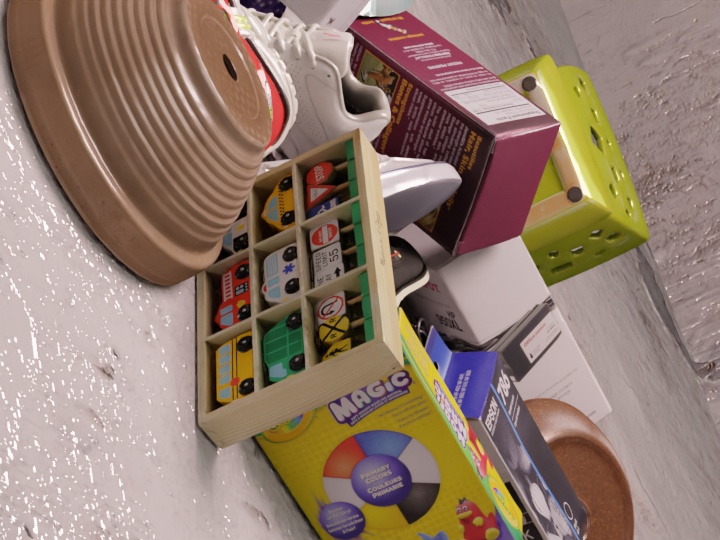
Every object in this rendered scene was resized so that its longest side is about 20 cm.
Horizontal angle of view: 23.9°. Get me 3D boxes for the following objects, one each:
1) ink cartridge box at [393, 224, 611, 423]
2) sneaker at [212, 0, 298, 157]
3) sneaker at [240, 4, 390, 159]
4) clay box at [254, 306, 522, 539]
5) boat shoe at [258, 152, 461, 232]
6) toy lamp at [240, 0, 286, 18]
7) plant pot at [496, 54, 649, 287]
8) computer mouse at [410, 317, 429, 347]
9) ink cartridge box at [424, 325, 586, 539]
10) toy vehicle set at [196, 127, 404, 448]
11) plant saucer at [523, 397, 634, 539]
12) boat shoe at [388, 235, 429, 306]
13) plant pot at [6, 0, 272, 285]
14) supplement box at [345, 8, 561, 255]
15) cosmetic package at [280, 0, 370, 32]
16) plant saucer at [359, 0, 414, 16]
[{"bbox_3d":[0.113,0.049,1.473,0.201,0.084,0.144,61,-14,-17],"label":"ink cartridge box"},{"bbox_3d":[-0.117,-0.160,1.143,0.201,0.077,0.085,53,44,-11],"label":"sneaker"},{"bbox_3d":[-0.055,-0.159,1.244,0.199,0.099,0.078,37,38,-30],"label":"sneaker"},{"bbox_3d":[0.008,0.111,1.066,0.201,0.114,0.048,58,18,-23],"label":"clay box"},{"bbox_3d":[-0.008,-0.065,1.239,0.199,0.074,0.066,-11,65,-45],"label":"boat shoe"},{"bbox_3d":[-0.048,-0.126,1.352,0.202,0.058,0.058,66,15,12],"label":"toy lamp"},{"bbox_3d":[0.157,-0.092,1.709,0.202,0.197,0.181,70,15,12],"label":"plant pot"},{"bbox_3d":[0.037,0.142,1.268,0.201,0.045,0.142,-82,161,-59],"label":"computer mouse"},{"bbox_3d":[0.107,0.138,1.268,0.201,0.039,0.100,58,24,-18],"label":"ink cartridge box"},{"bbox_3d":[-0.041,0.006,1.039,0.027,0.123,0.201,53,19,-37],"label":"toy vehicle set"},{"bbox_3d":[0.162,0.204,1.380,0.199,0.036,0.203,5,82,-39],"label":"plant saucer"},{"bbox_3d":[0.003,-0.001,1.293,0.201,0.073,0.064,-41,113,-70],"label":"boat shoe"},{"bbox_3d":[-0.116,-0.102,1.014,0.202,0.092,0.202,56,18,-29],"label":"plant pot"},{"bbox_3d":[0.051,-0.117,1.370,0.085,0.111,0.200,-16,45,-43],"label":"supplement box"},{"bbox_3d":[-0.065,-0.279,1.303,0.200,0.102,0.074,44,12,11],"label":"cosmetic package"},{"bbox_3d":[-0.039,-0.280,1.417,0.199,0.039,0.202,18,31,-11],"label":"plant saucer"}]
